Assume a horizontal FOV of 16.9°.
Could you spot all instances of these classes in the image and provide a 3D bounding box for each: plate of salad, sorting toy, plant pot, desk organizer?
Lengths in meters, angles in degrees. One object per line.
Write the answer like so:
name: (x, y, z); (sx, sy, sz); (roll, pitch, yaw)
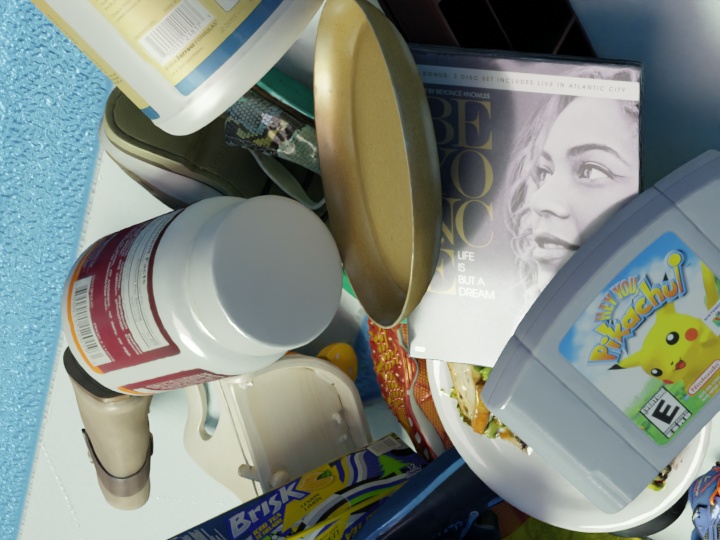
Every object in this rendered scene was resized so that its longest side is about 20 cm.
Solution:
plate of salad: (0.123, 0.074, 1.508); (0.199, 0.048, 0.201); (12, 115, 29)
sorting toy: (-0.085, 0.106, 1.766); (0.180, 0.107, 0.201); (19, 136, 43)
plant pot: (0.012, -0.067, 1.437); (0.027, 0.201, 0.201); (-9, 137, -14)
desk organizer: (0.073, -0.151, 1.439); (0.077, 0.072, 0.201); (-10, 123, 35)

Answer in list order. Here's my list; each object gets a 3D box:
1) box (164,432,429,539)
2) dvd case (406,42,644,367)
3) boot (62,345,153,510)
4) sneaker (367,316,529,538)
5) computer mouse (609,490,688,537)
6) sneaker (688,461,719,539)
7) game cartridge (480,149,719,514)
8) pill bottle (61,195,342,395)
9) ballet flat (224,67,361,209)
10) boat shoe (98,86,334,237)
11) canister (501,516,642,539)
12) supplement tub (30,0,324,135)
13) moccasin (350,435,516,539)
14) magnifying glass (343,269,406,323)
box: (-0.041, 0.189, 1.668); (0.064, 0.199, 0.070); (38, 146, 54)
dvd case: (0.095, -0.032, 1.436); (0.148, 0.016, 0.201); (7, 115, 20)
boot: (-0.175, 0.108, 1.765); (0.070, 0.200, 0.147); (-4, 115, -4)
sneaker: (0.064, 0.091, 1.688); (0.201, 0.077, 0.073); (64, 166, -15)
computer mouse: (0.160, 0.115, 1.652); (0.138, 0.053, 0.201); (-2, 128, 31)
sneaker: (0.256, 0.152, 1.616); (0.078, 0.075, 0.201); (21, 136, 17)
game cartridge: (0.170, 0.034, 1.413); (0.133, 0.040, 0.200); (41, 94, -25)
pill bottle: (-0.102, 0.015, 1.566); (0.114, 0.114, 0.200); (48, 151, -17)
ballet flat: (-0.002, -0.061, 1.566); (0.199, 0.074, 0.074); (32, 139, 13)
boat shoe: (-0.082, -0.061, 1.626); (0.199, 0.075, 0.068); (31, 157, 0)
canister: (0.145, 0.272, 1.786); (0.148, 0.087, 0.201); (25, 139, 9)
supplement tub: (-0.131, -0.197, 1.463); (0.200, 0.145, 0.144); (45, 137, -14)
moccasin: (0.072, 0.156, 1.606); (0.200, 0.080, 0.068); (-38, 97, 11)
magnifying glass: (0.000, 0.000, 1.633); (0.199, 0.080, 0.022); (10, 130, 38)
